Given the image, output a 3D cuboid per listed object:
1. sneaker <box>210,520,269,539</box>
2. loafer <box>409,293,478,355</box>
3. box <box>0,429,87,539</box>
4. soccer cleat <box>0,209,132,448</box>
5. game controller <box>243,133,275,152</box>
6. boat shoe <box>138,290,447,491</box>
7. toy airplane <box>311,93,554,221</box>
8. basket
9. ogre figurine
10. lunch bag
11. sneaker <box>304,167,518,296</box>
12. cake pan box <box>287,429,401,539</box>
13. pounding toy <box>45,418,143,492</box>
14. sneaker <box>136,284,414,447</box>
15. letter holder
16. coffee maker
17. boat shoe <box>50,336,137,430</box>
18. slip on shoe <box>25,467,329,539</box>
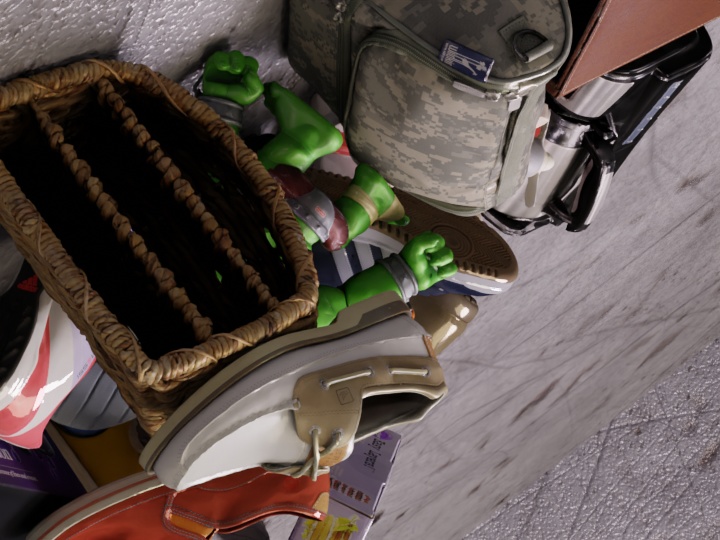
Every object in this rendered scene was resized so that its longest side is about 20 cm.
[{"bbox_3d":[-0.104,0.214,1.440,0.074,0.082,0.200,-27,165,9],"label":"sneaker"},{"bbox_3d":[-0.012,0.006,1.491,0.068,0.199,0.076,-62,150,-4],"label":"loafer"},{"bbox_3d":[-0.264,0.104,1.297,0.079,0.141,0.200,-40,164,4],"label":"box"},{"bbox_3d":[-0.176,0.014,1.279,0.201,0.068,0.073,-60,141,-21],"label":"soccer cleat"},{"bbox_3d":[-0.136,-0.024,1.439,0.200,0.042,0.104,-35,178,-12],"label":"game controller"},{"bbox_3d":[-0.029,0.076,1.147,0.200,0.068,0.075,-28,162,-37],"label":"boat shoe"},{"bbox_3d":[0.044,-0.074,1.486,0.198,0.142,0.200,-19,180,3],"label":"toy airplane"},{"bbox_3d":[-0.113,-0.027,1.168,0.142,0.200,0.149,-34,163,-11],"label":"basket"},{"bbox_3d":[-0.046,-0.032,1.301,0.120,0.098,0.200,-50,125,-13],"label":"ogre figurine"},{"bbox_3d":[0.051,-0.139,1.284,0.139,0.168,0.200,-34,163,-17],"label":"lunch bag"},{"bbox_3d":[0.000,0.000,1.419,0.070,0.199,0.109,-86,-164,-53],"label":"sneaker"},{"bbox_3d":[-0.035,0.213,1.498,0.185,0.052,0.200,-63,179,15],"label":"cake pan box"},{"bbox_3d":[-0.126,0.109,1.506,0.184,0.200,0.142,-37,163,-6],"label":"pounding toy"},{"bbox_3d":[-0.051,0.080,1.350,0.199,0.075,0.079,-21,138,-22],"label":"sneaker"},{"bbox_3d":[0.199,-0.233,1.481,0.199,0.101,0.142,-28,159,-34],"label":"letter holder"},{"bbox_3d":[0.177,-0.149,1.650,0.200,0.134,0.192,-54,-179,45],"label":"coffee maker"},{"bbox_3d":[-0.154,0.042,1.369,0.072,0.062,0.200,17,144,-22],"label":"boat shoe"},{"bbox_3d":[-0.112,0.153,1.319,0.199,0.062,0.074,-13,171,-7],"label":"slip on shoe"}]
